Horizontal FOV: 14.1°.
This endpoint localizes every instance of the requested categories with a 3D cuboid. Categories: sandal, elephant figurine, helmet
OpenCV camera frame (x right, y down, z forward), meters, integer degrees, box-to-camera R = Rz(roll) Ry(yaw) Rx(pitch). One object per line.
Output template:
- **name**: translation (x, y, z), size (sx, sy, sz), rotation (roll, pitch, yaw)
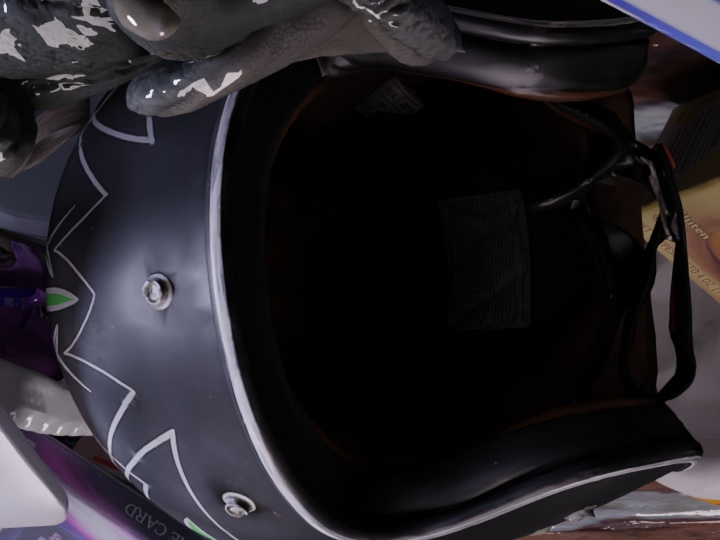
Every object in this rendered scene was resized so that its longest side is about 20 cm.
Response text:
- **sandal**: translation (-0.111, 0.018, 0.948), size (0.082, 0.050, 0.203), rotation (27, -178, 4)
- **elephant figurine**: translation (-0.039, -0.086, 0.678), size (0.199, 0.156, 0.142), rotation (-1, 143, 42)
- **helmet**: translation (0.000, 0.000, 0.890), size (0.190, 0.201, 0.200), rotation (-6, 164, -2)

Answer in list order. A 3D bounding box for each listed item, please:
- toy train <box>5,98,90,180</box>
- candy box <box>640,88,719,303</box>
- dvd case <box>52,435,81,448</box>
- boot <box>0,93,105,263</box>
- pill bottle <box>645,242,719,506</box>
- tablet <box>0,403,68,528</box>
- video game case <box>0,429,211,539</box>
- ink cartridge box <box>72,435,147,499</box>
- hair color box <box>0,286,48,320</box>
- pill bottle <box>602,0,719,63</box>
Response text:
- **toy train**: translation (-0.176, -0.008, 0.941), size (0.150, 0.056, 0.200), rotation (-34, 175, -43)
- **candy box**: translation (0.191, -0.025, 0.937), size (0.115, 0.055, 0.200), rotation (38, 151, -19)
- **dvd case**: translation (-0.154, 0.098, 1.195), size (0.200, 0.022, 0.146), rotation (0, -160, -46)
- **boot**: translation (-0.046, -0.025, 1.041), size (0.199, 0.074, 0.096), rotation (11, 170, -1)
- **pill bottle**: translation (0.191, 0.050, 1.159), size (0.116, 0.117, 0.200), rotation (-10, 159, 37)
- **tablet**: translation (-0.197, 0.042, 0.878), size (0.199, 0.014, 0.130), rotation (-7, 134, 28)
- **video game case**: translation (-0.069, 0.125, 1.025), size (0.200, 0.019, 0.143), rotation (34, 150, -4)
- **ink cartridge box**: translation (-0.044, 0.111, 1.068), size (0.117, 0.067, 0.200), rotation (20, 148, 21)
- **hair color box**: translation (-0.195, 0.034, 1.161), size (0.109, 0.065, 0.200), rotation (1, 179, 6)
- **pill bottle**: translation (0.077, -0.109, 0.640), size (0.112, 0.113, 0.200), rotation (-11, 159, 38)
